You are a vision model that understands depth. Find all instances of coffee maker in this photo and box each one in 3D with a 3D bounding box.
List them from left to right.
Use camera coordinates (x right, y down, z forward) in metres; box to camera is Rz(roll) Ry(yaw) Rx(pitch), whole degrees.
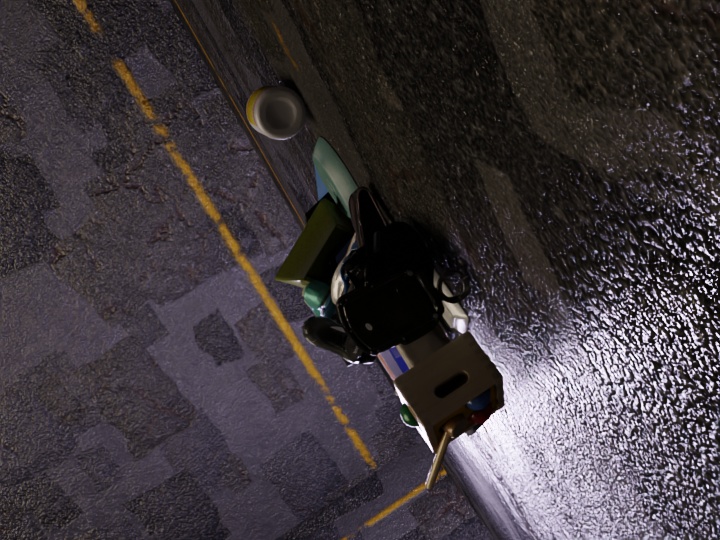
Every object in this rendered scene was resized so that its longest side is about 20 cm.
[{"bbox_3d":[0.066,0.018,1.165,0.200,0.191,0.136,-82,-15,-67],"label":"coffee maker"}]

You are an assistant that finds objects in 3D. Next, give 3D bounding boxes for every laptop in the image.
[{"bbox_3d":[-0.108,-0.121,1.815,0.115,0.200,0.188,18,135,25],"label":"laptop"},{"bbox_3d":[-0.008,0.025,1.719,0.177,0.103,0.201,72,-177,-70],"label":"laptop"}]

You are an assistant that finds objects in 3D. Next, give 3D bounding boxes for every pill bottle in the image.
[{"bbox_3d":[-0.180,-0.329,1.599,0.105,0.104,0.200,60,174,-20],"label":"pill bottle"}]

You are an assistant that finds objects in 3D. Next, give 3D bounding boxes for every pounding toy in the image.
[{"bbox_3d":[0.152,0.246,1.338,0.142,0.199,0.184,54,173,29],"label":"pounding toy"}]

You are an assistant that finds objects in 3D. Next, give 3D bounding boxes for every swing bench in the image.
[{"bbox_3d":[0.093,0.126,1.557,0.200,0.129,0.200,58,161,8],"label":"swing bench"}]

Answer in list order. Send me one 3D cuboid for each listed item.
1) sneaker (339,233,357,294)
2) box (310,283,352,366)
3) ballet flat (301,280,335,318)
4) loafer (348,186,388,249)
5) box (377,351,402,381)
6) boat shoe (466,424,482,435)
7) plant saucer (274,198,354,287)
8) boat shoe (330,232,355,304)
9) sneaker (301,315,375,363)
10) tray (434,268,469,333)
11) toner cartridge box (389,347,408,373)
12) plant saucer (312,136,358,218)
[{"bbox_3d":[0.008,-0.014,1.432,0.082,0.074,0.202,19,-112,-49],"label":"sneaker"},{"bbox_3d":[-0.034,0.111,1.888,0.200,0.132,0.115,53,171,46],"label":"box"},{"bbox_3d":[-0.092,0.059,1.692,0.070,0.068,0.200,29,169,8],"label":"ballet flat"},{"bbox_3d":[0.026,-0.054,1.370,0.063,0.071,0.201,114,136,-80],"label":"loafer"},{"bbox_3d":[0.110,0.225,2.034,0.200,0.106,0.152,56,174,25],"label":"box"},{"bbox_3d":[0.201,0.263,1.675,0.200,0.066,0.070,53,-175,4],"label":"boat shoe"},{"bbox_3d":[-0.079,-0.042,1.684,0.048,0.200,0.200,33,-176,20],"label":"plant saucer"},{"bbox_3d":[0.000,0.000,1.546,0.069,0.071,0.201,43,124,36],"label":"boat shoe"},{"bbox_3d":[-0.037,0.151,1.647,0.090,0.067,0.200,11,164,46],"label":"sneaker"},{"bbox_3d":[0.119,0.020,1.319,0.201,0.022,0.107,56,175,19],"label":"tray"},{"bbox_3d":[0.120,0.177,1.729,0.201,0.095,0.043,60,-151,-9],"label":"toner cartridge box"},{"bbox_3d":[-0.047,-0.180,1.601,0.201,0.036,0.200,57,173,10],"label":"plant saucer"}]
